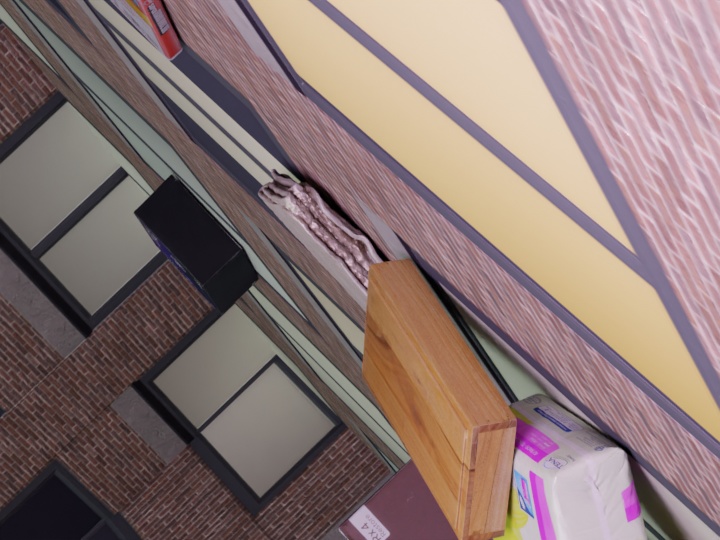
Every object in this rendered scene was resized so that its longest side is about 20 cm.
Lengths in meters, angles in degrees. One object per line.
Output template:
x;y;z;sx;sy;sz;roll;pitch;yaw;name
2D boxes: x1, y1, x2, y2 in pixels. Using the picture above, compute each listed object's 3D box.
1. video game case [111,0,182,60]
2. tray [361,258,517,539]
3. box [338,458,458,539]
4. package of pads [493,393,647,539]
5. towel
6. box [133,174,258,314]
-0.199;-0.241;1.751;0.143;0.017;0.200;46;175;12;video game case
0.051;0.088;1.618;0.200;0.037;0.099;-121;29;-52;tray
0.094;0.290;2.498;0.166;0.164;0.200;47;174;11;box
0.144;0.196;1.588;0.154;0.068;0.201;-147;41;-67;package of pads
0.000;0.000;1.849;0.200;0.034;0.133;48;176;-15;towel
-0.218;-0.032;3.107;0.141;0.079;0.200;43;174;11;box
